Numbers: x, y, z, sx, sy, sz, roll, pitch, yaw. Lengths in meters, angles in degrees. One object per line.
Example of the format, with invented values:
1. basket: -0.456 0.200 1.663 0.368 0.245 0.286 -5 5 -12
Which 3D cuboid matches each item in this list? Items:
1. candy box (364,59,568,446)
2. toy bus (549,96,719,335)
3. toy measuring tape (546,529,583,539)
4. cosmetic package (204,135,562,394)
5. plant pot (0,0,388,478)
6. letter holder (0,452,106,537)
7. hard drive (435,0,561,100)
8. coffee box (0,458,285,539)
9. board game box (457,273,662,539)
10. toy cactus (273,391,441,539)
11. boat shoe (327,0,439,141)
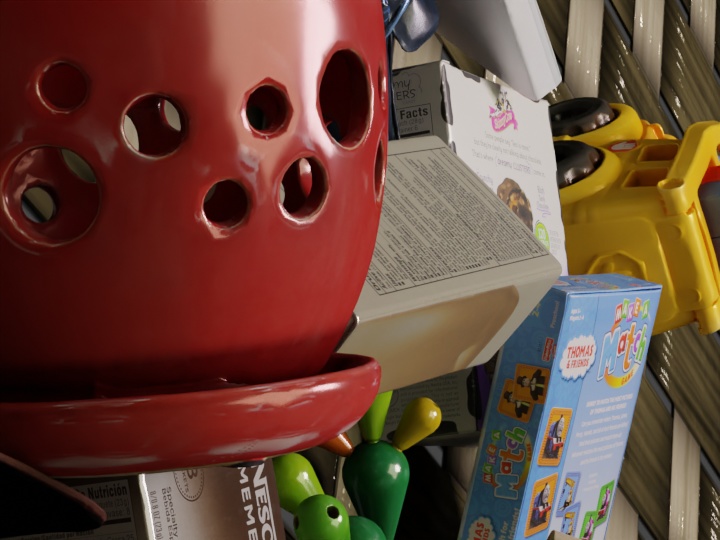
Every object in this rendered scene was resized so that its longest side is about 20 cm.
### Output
1. candy box: 0.057 -0.004 1.343 0.168 0.071 0.201 10 72 -64
2. toy bus: 0.197 -0.039 1.522 0.136 0.191 0.200 70 25 -19
3. toy measuring tape: 0.063 0.204 1.205 0.201 0.073 0.074 -66 165 21
4. cosmetic package: 0.000 0.000 1.132 0.105 0.071 0.200 48 28 19
5. plant pot: -0.087 -0.021 0.885 0.200 0.199 0.184 -7 94 -66
6. letter holder: -0.140 0.103 0.778 0.200 0.141 0.101 36 49 -57
7. hard drive: 0.041 -0.195 1.301 0.027 0.132 0.200 -37 138 -13
8. coffee box: -0.078 0.172 0.964 0.114 0.079 0.201 -8 88 -66
9. board game box: 0.104 0.103 1.295 0.151 0.036 0.201 -1 106 -64
10. toy cactus: 0.011 0.140 1.182 0.165 0.102 0.201 57 23 -59
11. boat shoe: 0.009 -0.134 1.195 0.084 0.068 0.201 -76 176 -49
